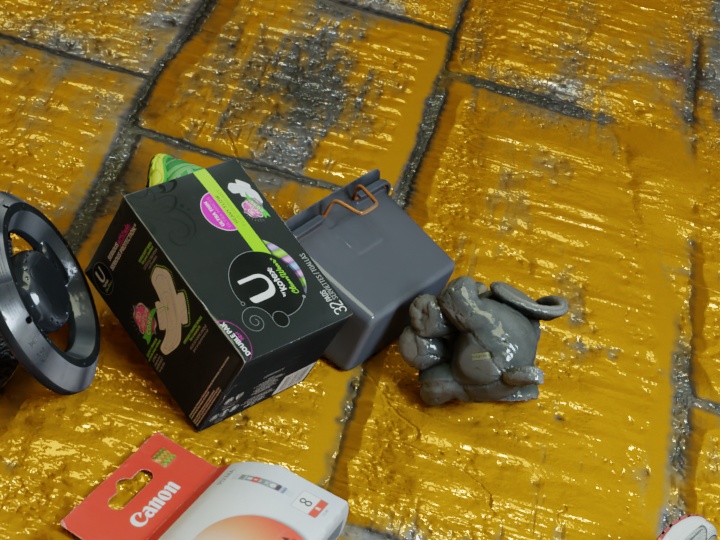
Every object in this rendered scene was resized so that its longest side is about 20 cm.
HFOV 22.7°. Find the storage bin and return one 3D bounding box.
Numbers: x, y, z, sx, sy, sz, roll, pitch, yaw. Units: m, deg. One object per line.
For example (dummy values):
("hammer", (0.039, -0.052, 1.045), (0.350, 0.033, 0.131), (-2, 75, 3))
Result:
("storage bin", (0.000, 0.000, 1.823), (0.134, 0.146, 0.200), (39, 41, 15))

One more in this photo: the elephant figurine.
("elephant figurine", (0.142, 0.062, 1.802), (0.199, 0.141, 0.156), (-9, 69, -54))

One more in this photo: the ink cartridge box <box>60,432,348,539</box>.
("ink cartridge box", (-0.132, 0.210, 1.549), (0.199, 0.050, 0.162), (29, 37, 13))

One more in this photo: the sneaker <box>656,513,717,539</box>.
("sneaker", (0.272, 0.296, 1.574), (0.082, 0.078, 0.200), (29, 46, 12))

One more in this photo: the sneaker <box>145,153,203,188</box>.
("sneaker", (-0.184, -0.060, 1.878), (0.083, 0.075, 0.201), (4, 36, -9))

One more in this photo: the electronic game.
("electronic game", (-0.298, 0.020, 1.649), (0.041, 0.201, 0.201), (-23, 35, 13))

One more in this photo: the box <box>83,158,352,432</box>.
("box", (-0.137, 0.020, 1.699), (0.148, 0.124, 0.200), (-23, 69, -42))

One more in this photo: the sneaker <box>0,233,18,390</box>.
("sneaker", (-0.363, 0.036, 1.689), (0.069, 0.090, 0.202), (5, 62, -28))
